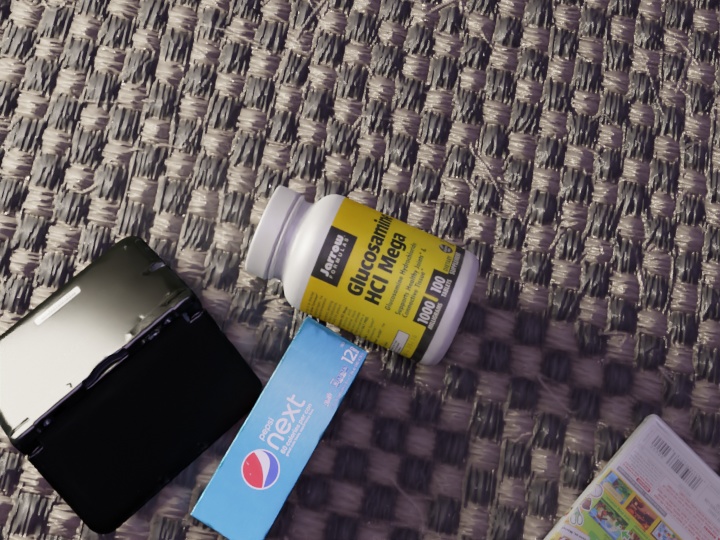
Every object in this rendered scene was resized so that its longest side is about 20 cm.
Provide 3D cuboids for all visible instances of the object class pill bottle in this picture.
[{"bbox_3d":[0.000,0.000,0.893,0.197,0.113,0.114,23,74,0],"label":"pill bottle"}]

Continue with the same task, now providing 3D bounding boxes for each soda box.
[{"bbox_3d":[-0.071,0.148,0.873,0.067,0.064,0.202,30,74,3],"label":"soda box"}]

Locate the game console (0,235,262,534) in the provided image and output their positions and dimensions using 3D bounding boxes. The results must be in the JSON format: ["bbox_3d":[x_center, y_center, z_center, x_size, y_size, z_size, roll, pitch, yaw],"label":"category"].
[{"bbox_3d":[-0.224,0.100,0.893,0.199,0.117,0.175,-40,53,-14],"label":"game console"}]

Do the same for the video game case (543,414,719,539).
[{"bbox_3d":[0.288,0.270,0.902,0.200,0.023,0.182,45,75,5],"label":"video game case"}]
